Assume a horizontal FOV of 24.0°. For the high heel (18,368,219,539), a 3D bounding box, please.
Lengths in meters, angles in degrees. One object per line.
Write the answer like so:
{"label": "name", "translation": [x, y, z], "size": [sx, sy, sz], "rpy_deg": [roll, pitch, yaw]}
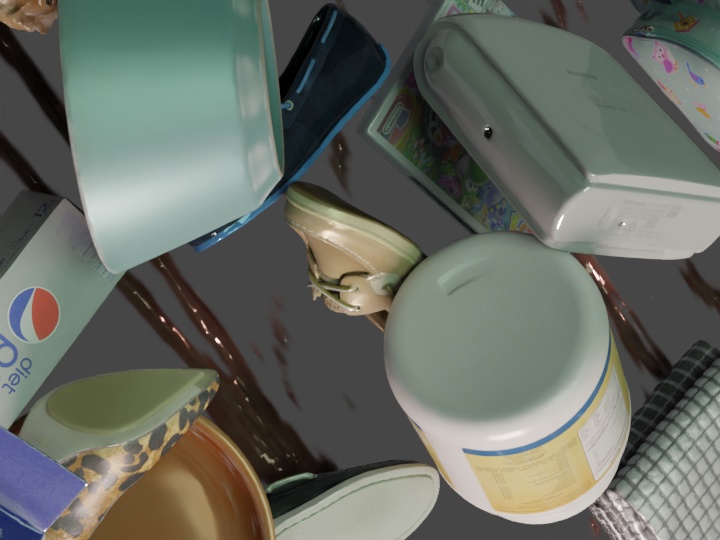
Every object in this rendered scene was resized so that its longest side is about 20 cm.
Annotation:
{"label": "high heel", "translation": [-0.163, 0.143, 1.001], "size": [0.199, 0.071, 0.144], "rpy_deg": [-26, 130, -25]}

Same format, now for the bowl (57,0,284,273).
{"label": "bowl", "translation": [-0.100, -0.104, 0.955], "size": [0.104, 0.201, 0.203], "rpy_deg": [-6, 99, 2]}

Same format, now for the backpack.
{"label": "backpack", "translation": [0.303, -0.169, 1.231], "size": [0.176, 0.199, 0.154], "rpy_deg": [44, 72, -28]}

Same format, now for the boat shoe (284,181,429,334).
{"label": "boat shoe", "translation": [0.000, 0.000, 1.101], "size": [0.065, 0.072, 0.200], "rpy_deg": [-58, 153, -2]}

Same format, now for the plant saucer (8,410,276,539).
{"label": "plant saucer", "translation": [-0.151, 0.172, 1.035], "size": [0.198, 0.037, 0.203], "rpy_deg": [0, 92, -5]}

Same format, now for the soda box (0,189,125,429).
{"label": "soda box", "translation": [-0.225, 0.050, 0.995], "size": [0.063, 0.068, 0.201], "rpy_deg": [44, 72, -30]}

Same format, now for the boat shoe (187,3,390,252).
{"label": "boat shoe", "translation": [-0.062, -0.095, 1.091], "size": [0.069, 0.084, 0.200], "rpy_deg": [50, 53, -18]}

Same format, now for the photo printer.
{"label": "photo printer", "translation": [0.135, -0.096, 1.122], "size": [0.165, 0.201, 0.070], "rpy_deg": [4, 129, -41]}

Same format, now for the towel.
{"label": "towel", "translation": [0.274, 0.181, 1.319], "size": [0.166, 0.085, 0.201], "rpy_deg": [-45, 114, -22]}

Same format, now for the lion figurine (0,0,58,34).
{"label": "lion figurine", "translation": [-0.229, -0.239, 0.975], "size": [0.199, 0.072, 0.123], "rpy_deg": [38, 82, -15]}

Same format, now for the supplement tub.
{"label": "supplement tub", "translation": [0.103, 0.078, 1.122], "size": [0.145, 0.144, 0.200], "rpy_deg": [-56, 154, -15]}

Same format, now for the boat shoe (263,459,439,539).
{"label": "boat shoe", "translation": [-0.038, 0.165, 1.130], "size": [0.198, 0.060, 0.076], "rpy_deg": [-15, 122, -32]}

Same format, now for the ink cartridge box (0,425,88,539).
{"label": "ink cartridge box", "translation": [-0.278, 0.132, 0.892], "size": [0.197, 0.200, 0.047], "rpy_deg": [34, 32, -14]}

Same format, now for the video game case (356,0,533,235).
{"label": "video game case", "translation": [0.102, -0.099, 1.218], "size": [0.200, 0.018, 0.144], "rpy_deg": [39, 74, -29]}
